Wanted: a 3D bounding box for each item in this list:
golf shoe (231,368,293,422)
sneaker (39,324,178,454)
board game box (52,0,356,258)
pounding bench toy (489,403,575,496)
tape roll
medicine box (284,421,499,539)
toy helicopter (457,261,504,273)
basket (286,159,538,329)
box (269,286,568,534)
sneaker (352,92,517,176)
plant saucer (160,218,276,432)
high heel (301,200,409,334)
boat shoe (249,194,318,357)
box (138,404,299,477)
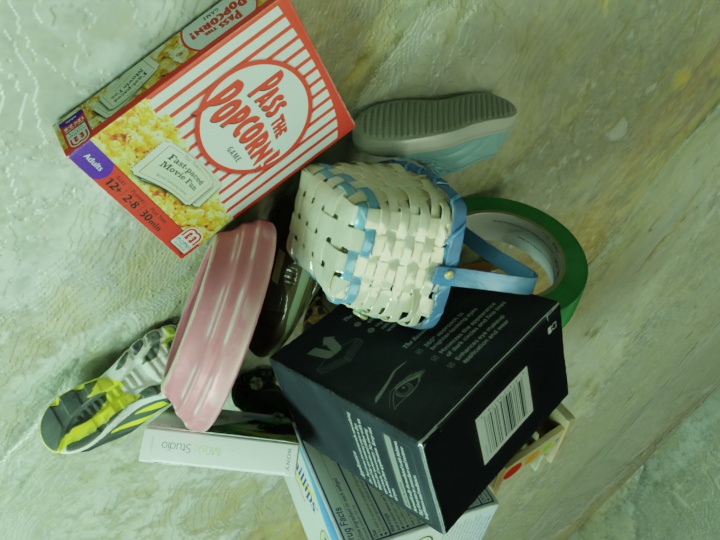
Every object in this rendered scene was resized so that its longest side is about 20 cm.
[{"bbox_3d":[-0.089,0.186,0.881,0.199,0.078,0.088,20,146,-33],"label":"golf shoe"},{"bbox_3d":[-0.236,0.123,0.708,0.199,0.075,0.085,-28,168,-22],"label":"sneaker"},{"bbox_3d":[-0.117,-0.119,0.551,0.200,0.046,0.152,-38,144,-1],"label":"board game box"},{"bbox_3d":[0.191,0.257,0.973,0.156,0.124,0.201,-28,144,-21],"label":"pounding bench toy"},{"bbox_3d":[0.160,-0.005,0.781,0.200,0.201,0.048,-20,140,-23],"label":"tape roll"},{"bbox_3d":[0.030,0.264,0.814,0.199,0.182,0.103,-9,131,-24],"label":"medicine box"},{"bbox_3d":[0.119,0.040,0.909,0.199,0.079,0.132,-26,151,4],"label":"toy helicopter"},{"bbox_3d":[0.042,-0.028,0.622,0.199,0.176,0.140,1,111,-26],"label":"basket"},{"bbox_3d":[0.058,0.100,0.636,0.196,0.200,0.118,-36,127,-30],"label":"box"},{"bbox_3d":[0.077,-0.127,0.688,0.199,0.074,0.082,-12,135,-29],"label":"sneaker"},{"bbox_3d":[-0.135,0.044,0.613,0.051,0.201,0.201,19,120,-16],"label":"plant saucer"},{"bbox_3d":[0.000,0.000,0.719,0.200,0.071,0.143,-48,165,-47],"label":"high heel"},{"bbox_3d":[-0.068,0.010,0.720,0.076,0.072,0.201,-14,139,-46],"label":"boat shoe"},{"bbox_3d":[-0.141,0.174,0.703,0.144,0.037,0.200,9,175,-8],"label":"box"}]
